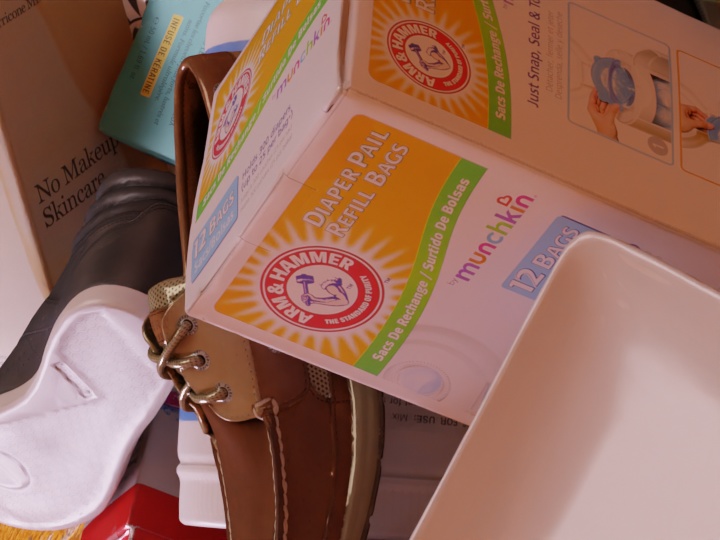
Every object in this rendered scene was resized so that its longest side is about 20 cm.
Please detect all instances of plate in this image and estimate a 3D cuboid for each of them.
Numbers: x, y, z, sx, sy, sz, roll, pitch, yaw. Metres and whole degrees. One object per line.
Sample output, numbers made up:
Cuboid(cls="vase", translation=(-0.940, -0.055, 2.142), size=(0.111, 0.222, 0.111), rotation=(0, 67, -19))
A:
Cuboid(cls="plate", translation=(0.091, 0.115, 0.701), size=(0.200, 0.032, 0.200), rotation=(28, 88, 37))

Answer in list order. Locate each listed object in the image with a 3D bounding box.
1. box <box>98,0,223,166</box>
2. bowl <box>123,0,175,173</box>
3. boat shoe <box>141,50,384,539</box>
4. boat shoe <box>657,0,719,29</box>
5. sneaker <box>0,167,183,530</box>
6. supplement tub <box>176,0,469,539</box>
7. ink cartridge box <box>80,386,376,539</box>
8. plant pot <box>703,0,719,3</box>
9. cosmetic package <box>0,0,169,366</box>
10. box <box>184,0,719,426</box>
Cuboid(cls="box", translation=(-0.011, -0.059, 1.125), size=(0.200, 0.049, 0.082), rotation=(23, 90, 31))
Cuboid(cls="bowl", translation=(-0.037, -0.085, 1.256), size=(0.094, 0.200, 0.201), rotation=(29, 97, 48))
Cuboid(cls="boat shoe", translation=(-0.038, 0.020, 0.891), size=(0.076, 0.074, 0.201), rotation=(148, 125, -61))
Cuboid(cls="boat shoe", translation=(0.070, -0.117, 0.953), size=(0.072, 0.060, 0.202), rotation=(-28, 87, 51))
Cuboid(cls="sneaker", translation=(-0.109, 0.033, 1.097), size=(0.200, 0.071, 0.099), rotation=(-48, 15, 49))
Cuboid(cls="supplement tub", translation=(0.000, 0.000, 1.003), size=(0.132, 0.132, 0.201), rotation=(170, 106, -69))
Cuboid(cls="ink cartridge box", translation=(-0.049, 0.087, 1.142), size=(0.067, 0.116, 0.200), rotation=(-39, 33, 54))
Cuboid(cls="plant pot", translation=(0.140, -0.218, 0.911), size=(0.187, 0.187, 0.200), rotation=(-55, 7, 33))
Cuboid(cls="cosmetic package", translation=(-0.143, -0.043, 1.183), size=(0.071, 0.200, 0.105), rotation=(4, 31, 32))
Cuboid(cls="box", translation=(0.059, -0.019, 0.826), size=(0.113, 0.200, 0.102), rotation=(-51, 24, 41))
